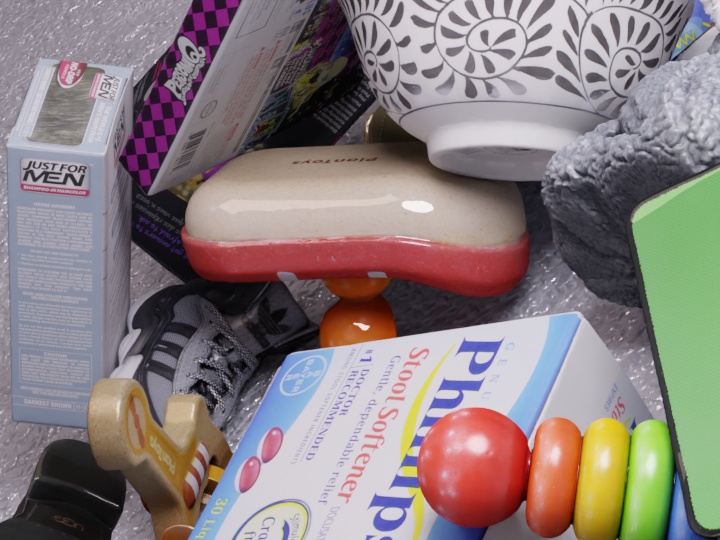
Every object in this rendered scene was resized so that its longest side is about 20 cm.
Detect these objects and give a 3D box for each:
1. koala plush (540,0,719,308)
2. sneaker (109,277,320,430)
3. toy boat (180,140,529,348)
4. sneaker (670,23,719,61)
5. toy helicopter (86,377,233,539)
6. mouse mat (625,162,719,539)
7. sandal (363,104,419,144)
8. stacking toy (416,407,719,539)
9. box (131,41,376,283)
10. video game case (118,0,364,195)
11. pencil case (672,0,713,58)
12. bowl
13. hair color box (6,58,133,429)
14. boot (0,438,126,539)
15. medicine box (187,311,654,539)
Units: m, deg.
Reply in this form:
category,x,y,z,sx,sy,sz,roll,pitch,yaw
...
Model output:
category,x,y,z,sx,sy,sz,roll,pitch,yaw
koala plush,0.205,-0.075,1.337,0.183,0.177,0.200,-8,42,57
sneaker,-0.086,0.055,1.547,0.113,0.076,0.200,-30,27,17
toy boat,0.000,0.000,1.492,0.198,0.132,0.131,-2,16,15
sneaker,0.248,-0.119,1.446,0.080,0.087,0.200,-25,-11,-49
toy helicopter,-0.103,0.121,1.359,0.078,0.200,0.133,-2,63,17
mouse mat,0.200,0.013,1.129,0.160,0.008,0.201,-25,46,19
sandal,0.036,-0.080,1.649,0.070,0.077,0.212,-55,8,34
stacking toy,0.124,0.095,1.157,0.198,0.086,0.086,9,40,5
box,-0.079,-0.107,1.684,0.200,0.106,0.122,-45,17,21
video game case,-0.037,-0.144,1.472,0.181,0.036,0.200,-30,-19,-38
pencil case,0.145,-0.132,1.564,0.199,0.087,0.078,-26,18,15
bowl,0.083,-0.104,1.415,0.200,0.200,0.095,-7,75,42
hair color box,-0.173,-0.014,1.546,0.060,0.201,0.099,6,35,2
boot,-0.187,0.202,1.384,0.200,0.069,0.175,-66,2,-63
medicine box,0.026,0.128,1.293,0.199,0.103,0.183,-11,38,39
